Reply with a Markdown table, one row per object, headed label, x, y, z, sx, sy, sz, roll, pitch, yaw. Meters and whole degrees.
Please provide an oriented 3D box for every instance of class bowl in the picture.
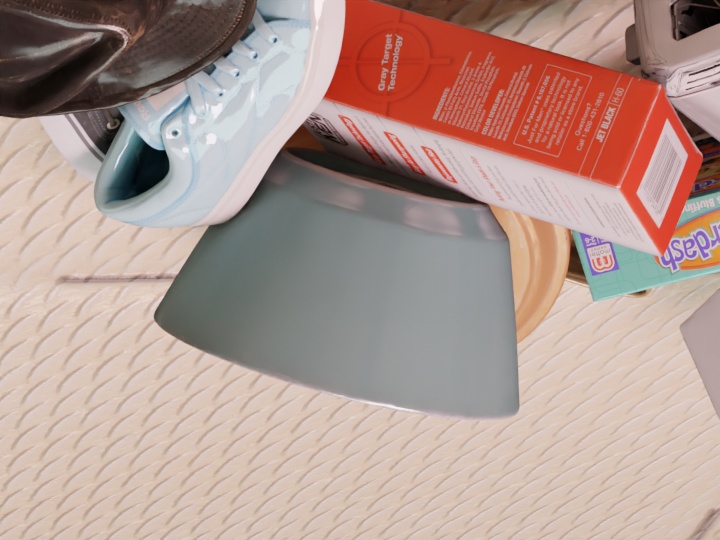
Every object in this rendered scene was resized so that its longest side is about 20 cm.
| label | x | y | z | sx | sy | sz | roll | pitch | yaw |
| --- | --- | --- | --- | --- | --- | --- | --- | --- | --- |
| bowl | 0.000 | 0.000 | 1.547 | 0.200 | 0.105 | 0.201 | 15 | -171 | -2 |

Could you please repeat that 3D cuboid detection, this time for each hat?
| label | x | y | z | sx | sy | sz | roll | pitch | yaw |
| --- | --- | --- | --- | --- | --- | --- | --- | --- | --- |
| hat | -0.147 | -0.123 | 1.344 | 0.200 | 0.081 | 0.201 | 2 | 131 | 2 |

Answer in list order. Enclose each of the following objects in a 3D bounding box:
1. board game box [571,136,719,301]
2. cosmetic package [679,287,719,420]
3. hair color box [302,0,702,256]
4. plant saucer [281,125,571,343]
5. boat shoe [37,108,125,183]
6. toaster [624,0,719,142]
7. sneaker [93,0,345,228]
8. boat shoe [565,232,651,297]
| label | x | y | z | sx | sy | sz | roll | pitch | yaw |
| --- | --- | --- | --- | --- | --- | --- | --- | --- | --- |
| board game box | 0.211 | -0.042 | 1.606 | 0.152 | 0.045 | 0.200 | -14 | -171 | 20 |
| cosmetic package | 0.335 | 0.028 | 1.770 | 0.199 | 0.123 | 0.199 | -15 | 162 | -25 |
| hair color box | 0.063 | -0.076 | 1.486 | 0.199 | 0.061 | 0.102 | 18 | 167 | 24 |
| plant saucer | 0.019 | -0.013 | 1.661 | 0.200 | 0.032 | 0.201 | 2 | 131 | 3 |
| boat shoe | -0.135 | -0.101 | 1.487 | 0.056 | 0.069 | 0.200 | -12 | 154 | 14 |
| toaster | 0.227 | -0.132 | 1.441 | 0.200 | 0.114 | 0.129 | -20 | 151 | 37 |
| sneaker | -0.073 | -0.090 | 1.444 | 0.082 | 0.074 | 0.200 | -11 | 140 | -40 |
| boat shoe | 0.092 | -0.030 | 1.710 | 0.199 | 0.063 | 0.073 | 9 | 154 | -29 |
